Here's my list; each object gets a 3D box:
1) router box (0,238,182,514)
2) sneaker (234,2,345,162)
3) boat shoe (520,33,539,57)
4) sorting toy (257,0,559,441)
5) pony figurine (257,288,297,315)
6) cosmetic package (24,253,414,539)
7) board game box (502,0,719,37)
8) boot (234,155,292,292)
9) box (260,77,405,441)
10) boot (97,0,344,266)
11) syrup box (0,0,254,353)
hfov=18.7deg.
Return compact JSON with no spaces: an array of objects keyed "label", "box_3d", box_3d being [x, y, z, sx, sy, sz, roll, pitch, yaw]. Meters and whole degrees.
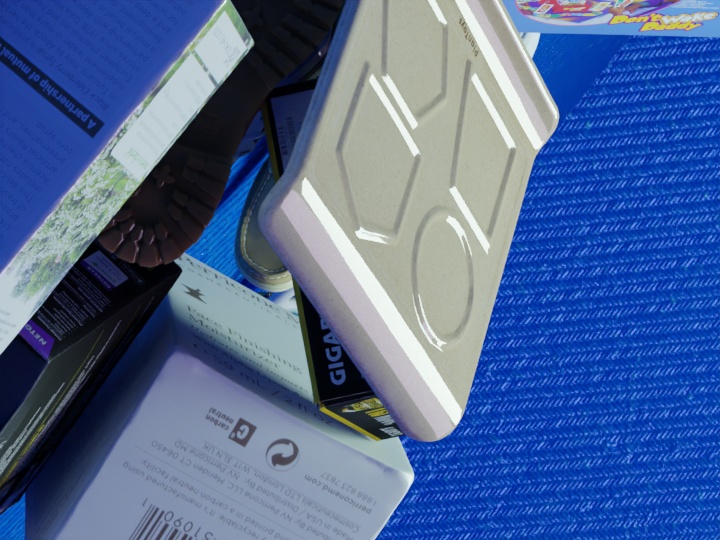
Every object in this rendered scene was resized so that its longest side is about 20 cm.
[{"label":"router box","box_3d":[-0.194,0.075,1.180,0.200,0.051,0.149,-52,174,28]},{"label":"sneaker","box_3d":[-0.047,-0.100,1.144,0.200,0.072,0.072,-52,175,19]},{"label":"boat shoe","box_3d":[0.078,-0.191,1.357,0.062,0.071,0.201,63,34,-46]},{"label":"sorting toy","box_3d":[0.023,-0.050,1.018,0.185,0.036,0.201,56,46,-43]},{"label":"pony figurine","box_3d":[-0.028,0.028,1.757,0.192,0.167,0.200,4,137,-41]},{"label":"cosmetic package","box_3d":[-0.091,0.113,1.293,0.166,0.164,0.200,-56,-162,11]},{"label":"board game box","box_3d":[0.167,-0.171,1.153,0.198,0.045,0.134,-1,163,-24]},{"label":"boot","box_3d":[-0.020,-0.086,1.392,0.201,0.072,0.155,-57,175,-8]},{"label":"box","box_3d":[0.000,0.000,1.141,0.049,0.161,0.200,-14,170,6]},{"label":"boot","box_3d":[-0.069,-0.107,1.035,0.201,0.075,0.107,-58,-168,12]},{"label":"syrup box","box_3d":[-0.135,-0.042,0.823,0.200,0.081,0.079,-50,172,-2]}]
